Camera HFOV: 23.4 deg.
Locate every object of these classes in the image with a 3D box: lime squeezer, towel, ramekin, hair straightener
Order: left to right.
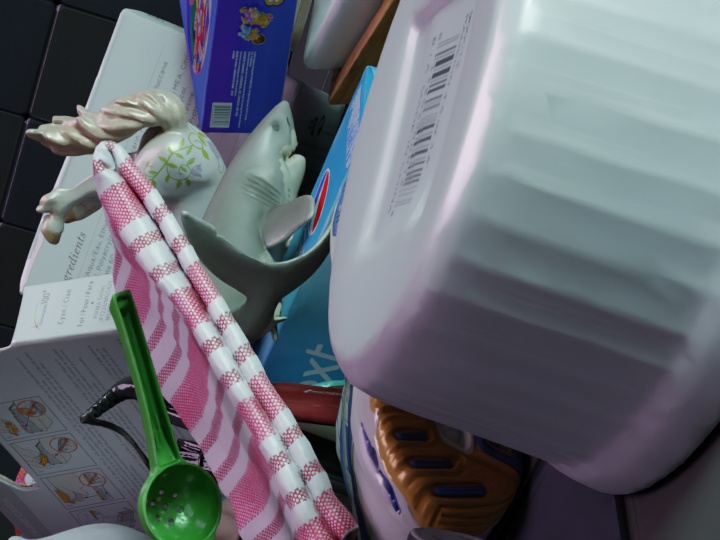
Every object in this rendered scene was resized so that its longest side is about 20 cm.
[{"bbox_3d":[-0.063,0.054,0.734,0.201,0.030,0.147,58,164,18],"label":"towel"},{"bbox_3d":[-0.055,0.106,0.705,0.200,0.038,0.071,57,130,24],"label":"lime squeezer"},{"bbox_3d":[-0.058,0.090,0.829,0.041,0.199,0.077,-22,-69,-53],"label":"hair straightener"},{"bbox_3d":[0.060,-0.039,0.549,0.200,0.097,0.202,-164,90,-79],"label":"ramekin"}]

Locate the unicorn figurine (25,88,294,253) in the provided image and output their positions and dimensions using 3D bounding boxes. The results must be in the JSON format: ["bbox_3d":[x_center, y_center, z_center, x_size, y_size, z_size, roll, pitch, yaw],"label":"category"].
[{"bbox_3d":[-0.084,-0.022,0.953,0.137,0.200,0.074,-28,47,10],"label":"unicorn figurine"}]

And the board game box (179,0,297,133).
[{"bbox_3d":[-0.063,-0.195,0.952,0.135,0.044,0.201,-104,19,-46],"label":"board game box"}]

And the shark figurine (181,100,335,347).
[{"bbox_3d":[-0.072,-0.004,0.833,0.215,0.089,0.129,-100,27,-72],"label":"shark figurine"}]

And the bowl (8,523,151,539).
[{"bbox_3d":[-0.105,0.213,0.940,0.201,0.090,0.201,53,162,26],"label":"bowl"}]

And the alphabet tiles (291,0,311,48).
[{"bbox_3d":[-0.023,-0.225,1.025,0.196,0.015,0.201,-178,103,-77],"label":"alphabet tiles"}]

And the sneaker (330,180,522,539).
[{"bbox_3d":[0.014,0.040,0.713,0.088,0.075,0.201,113,164,-44],"label":"sneaker"}]

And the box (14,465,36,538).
[{"bbox_3d":[-0.167,0.203,1.170,0.096,0.099,0.201,-81,-9,-61],"label":"box"}]

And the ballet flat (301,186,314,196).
[{"bbox_3d":[-0.046,0.006,1.103,0.201,0.063,0.069,-86,14,-48],"label":"ballet flat"}]

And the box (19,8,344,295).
[{"bbox_3d":[-0.116,-0.055,1.193,0.199,0.130,0.201,-13,-56,-82],"label":"box"}]

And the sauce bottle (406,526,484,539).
[{"bbox_3d":[0.007,0.187,0.584,0.065,0.064,0.201,-152,76,-79],"label":"sauce bottle"}]

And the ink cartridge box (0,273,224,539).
[{"bbox_3d":[-0.143,0.084,0.973,0.200,0.175,0.045,62,-154,-46],"label":"ink cartridge box"}]

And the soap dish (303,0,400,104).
[{"bbox_3d":[0.038,-0.191,0.915,0.200,0.081,0.158,131,152,-65],"label":"soap dish"}]

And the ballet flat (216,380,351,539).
[{"bbox_3d":[-0.034,0.125,0.902,0.200,0.069,0.070,124,159,-55],"label":"ballet flat"}]

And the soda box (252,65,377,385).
[{"bbox_3d":[0.000,0.000,0.870,0.064,0.067,0.200,-86,16,-47],"label":"soda box"}]
